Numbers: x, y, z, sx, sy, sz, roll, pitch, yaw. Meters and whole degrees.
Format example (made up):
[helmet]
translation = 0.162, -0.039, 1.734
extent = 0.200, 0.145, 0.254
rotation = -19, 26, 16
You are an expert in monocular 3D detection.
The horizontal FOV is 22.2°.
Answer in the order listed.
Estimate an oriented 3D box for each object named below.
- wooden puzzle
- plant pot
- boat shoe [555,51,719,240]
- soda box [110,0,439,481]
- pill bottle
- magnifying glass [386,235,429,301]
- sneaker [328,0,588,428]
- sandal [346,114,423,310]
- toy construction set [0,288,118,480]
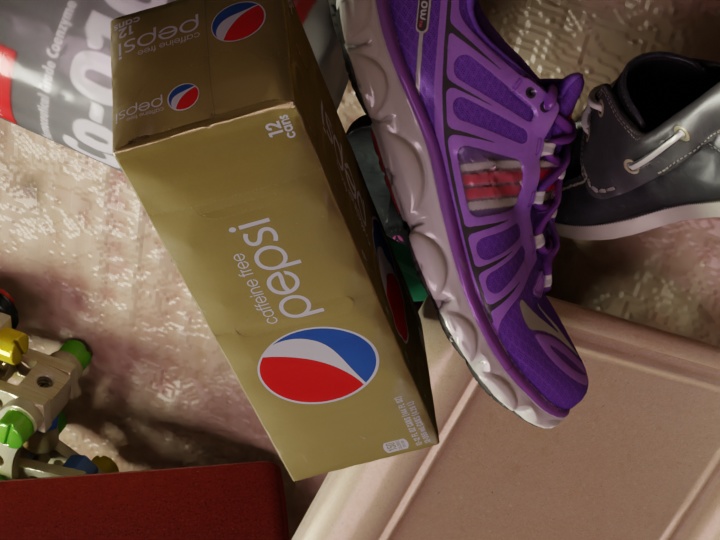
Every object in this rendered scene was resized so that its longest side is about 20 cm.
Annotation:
[wooden puzzle]
translation = 0.084, 0.097, 0.828
extent = 0.199, 0.037, 0.185
rotation = 18, 114, -23
[plant pot]
translation = -0.135, 0.237, 0.973
extent = 0.199, 0.177, 0.200
rotation = -2, 140, -23
[boat shoe]
translation = 0.119, -0.056, 0.705
extent = 0.068, 0.072, 0.200
rotation = 52, 156, -16
[soda box]
translation = -0.027, -0.009, 0.671
extent = 0.064, 0.068, 0.200
rotation = -15, 139, 8
[pill bottle]
translation = -0.107, -0.106, 0.767
extent = 0.199, 0.114, 0.114
rotation = 24, 134, 6
[magnifying glass]
translation = 0.000, 0.000, 0.757
extent = 0.079, 0.022, 0.200
rotation = -24, 137, 3
[sneaker]
translation = 0.053, -0.035, 0.696
extent = 0.083, 0.081, 0.201
rotation = -18, 104, 5
[sandal]
translation = 0.048, 0.016, 0.841
extent = 0.075, 0.048, 0.201
rotation = -9, 124, 32
[toy construction set]
translation = -0.231, 0.067, 1.001
extent = 0.199, 0.092, 0.131
rotation = 8, 132, 5
